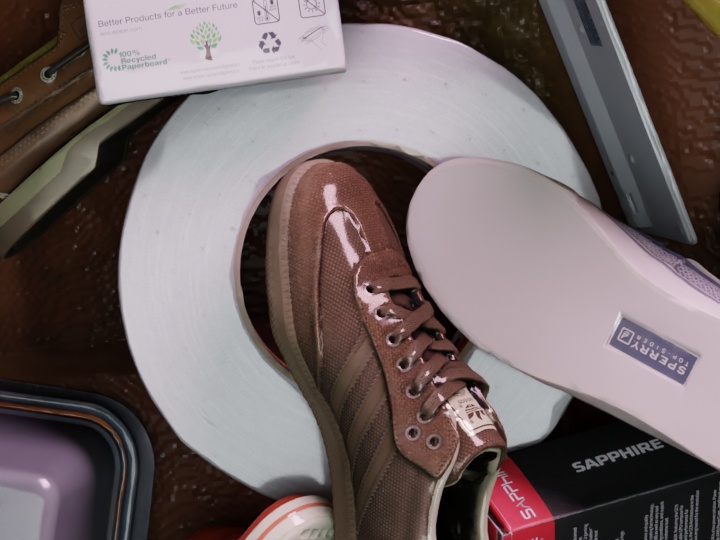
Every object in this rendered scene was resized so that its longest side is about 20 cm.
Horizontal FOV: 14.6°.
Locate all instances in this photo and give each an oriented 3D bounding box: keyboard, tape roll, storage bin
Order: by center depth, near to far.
[{"bbox_3d":[0.000,0.000,1.154,0.200,0.066,0.201,0,91,-2],"label":"tape roll"},{"bbox_3d":[0.092,-0.103,1.155,0.011,0.056,0.200,-27,104,-18],"label":"keyboard"},{"bbox_3d":[-0.173,0.147,1.157,0.145,0.134,0.201,9,91,3],"label":"storage bin"}]

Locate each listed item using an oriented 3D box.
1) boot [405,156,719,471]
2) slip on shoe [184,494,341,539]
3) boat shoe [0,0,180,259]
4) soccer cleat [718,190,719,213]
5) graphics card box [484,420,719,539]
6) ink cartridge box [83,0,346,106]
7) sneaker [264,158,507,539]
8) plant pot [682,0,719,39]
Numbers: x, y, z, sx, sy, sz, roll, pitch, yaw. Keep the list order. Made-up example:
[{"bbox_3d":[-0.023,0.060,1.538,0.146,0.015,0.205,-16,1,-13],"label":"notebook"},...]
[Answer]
[{"bbox_3d":[0.111,0.026,1.098,0.200,0.090,0.073,36,98,24],"label":"boot"},{"bbox_3d":[-0.055,0.133,1.157,0.074,0.200,0.061,-33,79,-24],"label":"slip on shoe"},{"bbox_3d":[-0.097,-0.095,1.149,0.200,0.072,0.068,-42,88,2],"label":"boat shoe"},{"bbox_3d":[0.202,-0.009,1.111,0.086,0.200,0.070,6,113,-11],"label":"soccer cleat"},{"bbox_3d":[0.138,0.115,1.159,0.200,0.051,0.126,-15,127,-17],"label":"graphics card box"},{"bbox_3d":[-0.066,-0.169,1.089,0.099,0.039,0.201,-7,94,1],"label":"ink cartridge box"},{"bbox_3d":[0.023,0.051,1.072,0.075,0.070,0.200,-13,90,37],"label":"sneaker"},{"bbox_3d":[0.214,-0.144,1.082,0.194,0.196,0.200,-39,111,9],"label":"plant pot"}]
